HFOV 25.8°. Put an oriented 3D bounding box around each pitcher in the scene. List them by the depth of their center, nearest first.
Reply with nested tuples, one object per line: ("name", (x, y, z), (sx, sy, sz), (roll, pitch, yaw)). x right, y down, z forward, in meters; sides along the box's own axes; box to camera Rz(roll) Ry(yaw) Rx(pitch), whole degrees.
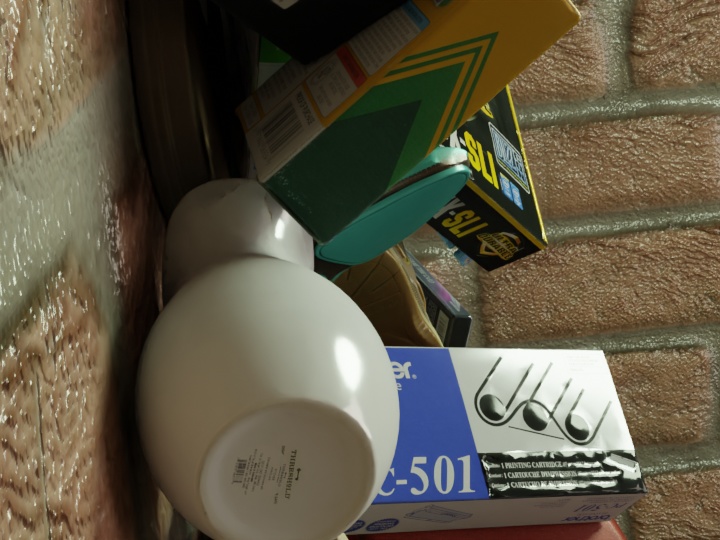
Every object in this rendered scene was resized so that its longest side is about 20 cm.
("pitcher", (-0.053, 0.069, 0.769), (0.200, 0.121, 0.172), (-115, -151, -62))

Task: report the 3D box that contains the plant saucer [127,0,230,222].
("plant saucer", (-0.100, -0.122, 0.896), (0.200, 0.029, 0.201), (-5, 90, -87))

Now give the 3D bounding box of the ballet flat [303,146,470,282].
("ballet flat", (-0.029, -0.022, 0.883), (0.067, 0.200, 0.071), (10, 44, -58))

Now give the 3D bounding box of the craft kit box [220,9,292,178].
("craft kit box", (-0.062, -0.155, 0.974), (0.198, 0.048, 0.201), (105, -21, -50))

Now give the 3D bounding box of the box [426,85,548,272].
("box", (0.040, -0.109, 0.984), (0.200, 0.049, 0.160), (36, 39, -50))

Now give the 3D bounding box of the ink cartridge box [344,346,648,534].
("ink cartridge box", (0.059, 0.093, 0.879), (0.044, 0.199, 0.094), (-50, -134, 48))

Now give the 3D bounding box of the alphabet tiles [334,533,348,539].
("alphabet tiles", (-0.040, 0.213, 0.761), (0.200, 0.015, 0.197), (-156, -98, -80))

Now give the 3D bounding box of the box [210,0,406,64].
("box", (-0.043, -0.235, 0.798), (0.148, 0.107, 0.201), (30, 44, -40))

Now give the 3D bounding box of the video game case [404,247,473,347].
("video game case", (0.026, 0.062, 1.178), (0.200, 0.019, 0.144), (-130, -132, -63))

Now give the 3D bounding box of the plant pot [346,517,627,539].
("plant pot", (0.027, 0.169, 0.957), (0.200, 0.199, 0.177), (-34, -107, 53))

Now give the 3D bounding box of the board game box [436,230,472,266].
("board game box", (0.005, -0.116, 1.097), (0.200, 0.026, 0.200), (51, 7, -32))

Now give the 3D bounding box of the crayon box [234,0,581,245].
("crayon box", (0.030, -0.114, 0.800), (0.052, 0.200, 0.126), (45, 8, -23))

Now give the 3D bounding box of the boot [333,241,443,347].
("boot", (0.000, 0.000, 1.057), (0.200, 0.072, 0.156), (67, 5, -47))
